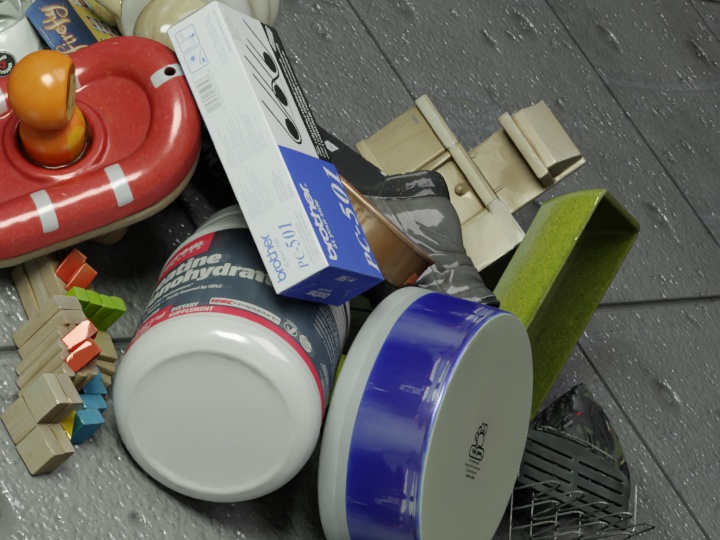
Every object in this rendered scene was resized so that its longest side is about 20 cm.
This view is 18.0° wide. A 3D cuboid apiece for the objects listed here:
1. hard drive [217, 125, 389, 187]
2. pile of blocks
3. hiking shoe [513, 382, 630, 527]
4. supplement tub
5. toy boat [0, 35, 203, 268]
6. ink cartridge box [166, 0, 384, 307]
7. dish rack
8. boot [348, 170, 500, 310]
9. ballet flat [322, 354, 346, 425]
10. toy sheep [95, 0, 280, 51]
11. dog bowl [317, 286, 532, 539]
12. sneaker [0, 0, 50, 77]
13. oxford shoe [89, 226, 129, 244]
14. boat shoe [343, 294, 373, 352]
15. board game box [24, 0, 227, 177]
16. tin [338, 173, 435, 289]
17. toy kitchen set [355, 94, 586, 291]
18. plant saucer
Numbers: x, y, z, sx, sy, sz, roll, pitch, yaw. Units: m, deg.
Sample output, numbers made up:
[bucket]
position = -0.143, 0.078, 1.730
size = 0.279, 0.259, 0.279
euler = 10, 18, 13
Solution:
[hard drive]
position = -0.060, -0.087, 1.849
size = 0.200, 0.038, 0.140
euler = 36, 24, 10
[pile of blocks]
position = -0.183, 0.053, 1.492
size = 0.082, 0.062, 0.200
euler = 34, 30, -28
[hiking shoe]
position = 0.188, 0.169, 1.896
size = 0.101, 0.076, 0.200
euler = 45, 27, -5
[supplement tub]
position = -0.083, 0.052, 1.558
size = 0.140, 0.140, 0.200
euler = 42, 26, -14
[toy boat]
position = -0.202, -0.097, 1.502
size = 0.200, 0.131, 0.131
euler = -21, 63, -15
[ink cartridge box]
position = -0.057, -0.077, 1.521
size = 0.094, 0.044, 0.200
euler = 15, 49, -65
[dish rack]
position = 0.173, 0.221, 1.759
size = 0.153, 0.054, 0.200
euler = 27, 56, -37
[boot]
position = 0.000, 0.000, 1.705
size = 0.200, 0.070, 0.132
euler = -12, 64, -18
[ballet flat]
position = 0.037, 0.104, 1.763
size = 0.200, 0.067, 0.067
euler = 20, 35, -42
[toy sheep]
position = -0.121, -0.209, 1.648
size = 0.138, 0.138, 0.200
euler = 40, 38, -17
[dog bowl]
position = 0.049, 0.117, 1.608
size = 0.079, 0.201, 0.200
euler = 13, 14, 23
[sneaker]
position = -0.247, -0.180, 1.721
size = 0.089, 0.074, 0.200
euler = 61, 21, -17
[oxford shoe]
position = -0.166, -0.074, 1.684
size = 0.075, 0.070, 0.200
euler = 40, 27, -22
[boat shoe]
position = -0.009, 0.033, 1.781
size = 0.200, 0.066, 0.074
euler = 13, 18, -16
[board game box]
position = -0.151, -0.136, 1.697
size = 0.136, 0.035, 0.200
euler = 53, 16, 22
[tin]
position = -0.032, -0.060, 1.632
size = 0.200, 0.042, 0.112
euler = 42, -2, 4
[toy kitchen set]
position = 0.104, -0.087, 1.951
size = 0.200, 0.163, 0.180
euler = 56, 3, 17
[plant saucer]
position = 0.150, 0.024, 1.878
size = 0.048, 0.200, 0.200
euler = 30, 1, 17
